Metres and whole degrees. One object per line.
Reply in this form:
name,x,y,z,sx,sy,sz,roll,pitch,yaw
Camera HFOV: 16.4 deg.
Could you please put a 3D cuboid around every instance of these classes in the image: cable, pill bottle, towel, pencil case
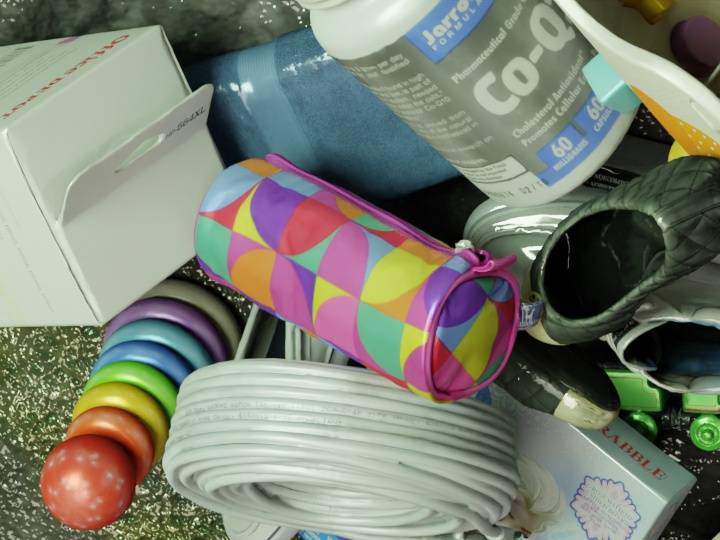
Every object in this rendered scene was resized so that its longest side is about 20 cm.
cable,-0.009,0.101,1.394,0.199,0.069,0.200,6,164,5
pill bottle,0.046,-0.132,1.303,0.114,0.114,0.200,-32,125,29
towel,-0.027,-0.085,1.438,0.200,0.049,0.112,-15,112,25
pencil case,0.000,0.000,1.341,0.200,0.088,0.089,24,129,39

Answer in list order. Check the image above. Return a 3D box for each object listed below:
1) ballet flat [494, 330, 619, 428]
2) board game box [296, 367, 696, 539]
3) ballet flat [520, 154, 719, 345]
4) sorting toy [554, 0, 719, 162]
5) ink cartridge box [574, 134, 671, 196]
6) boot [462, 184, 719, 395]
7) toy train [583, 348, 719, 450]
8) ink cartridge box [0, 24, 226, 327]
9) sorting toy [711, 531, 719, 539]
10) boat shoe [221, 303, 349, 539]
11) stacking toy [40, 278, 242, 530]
ballet flat,0.058,0.040,1.416,0.200,0.066,0.057,29,106,23
board game box,0.072,0.138,1.501,0.200,0.041,0.200,38,124,17
ballet flat,0.125,-0.010,1.267,0.200,0.057,0.067,-41,68,59
sorting toy,0.153,-0.158,1.281,0.180,0.200,0.107,42,144,-4
ink cartridge box,0.177,-0.019,1.414,0.199,0.044,0.094,16,124,8
boot,0.145,0.012,1.357,0.199,0.096,0.074,8,124,13
toy train,0.214,0.074,1.459,0.199,0.042,0.057,1,109,17
ink cartridge box,-0.174,-0.050,1.412,0.200,0.129,0.125,-1,121,47
sorting toy,0.245,0.256,1.484,0.198,0.070,0.200,20,128,-28
boat shoe,-0.061,0.087,1.520,0.074,0.065,0.201,34,121,39
stacking toy,-0.137,0.087,1.478,0.085,0.200,0.086,8,121,13
